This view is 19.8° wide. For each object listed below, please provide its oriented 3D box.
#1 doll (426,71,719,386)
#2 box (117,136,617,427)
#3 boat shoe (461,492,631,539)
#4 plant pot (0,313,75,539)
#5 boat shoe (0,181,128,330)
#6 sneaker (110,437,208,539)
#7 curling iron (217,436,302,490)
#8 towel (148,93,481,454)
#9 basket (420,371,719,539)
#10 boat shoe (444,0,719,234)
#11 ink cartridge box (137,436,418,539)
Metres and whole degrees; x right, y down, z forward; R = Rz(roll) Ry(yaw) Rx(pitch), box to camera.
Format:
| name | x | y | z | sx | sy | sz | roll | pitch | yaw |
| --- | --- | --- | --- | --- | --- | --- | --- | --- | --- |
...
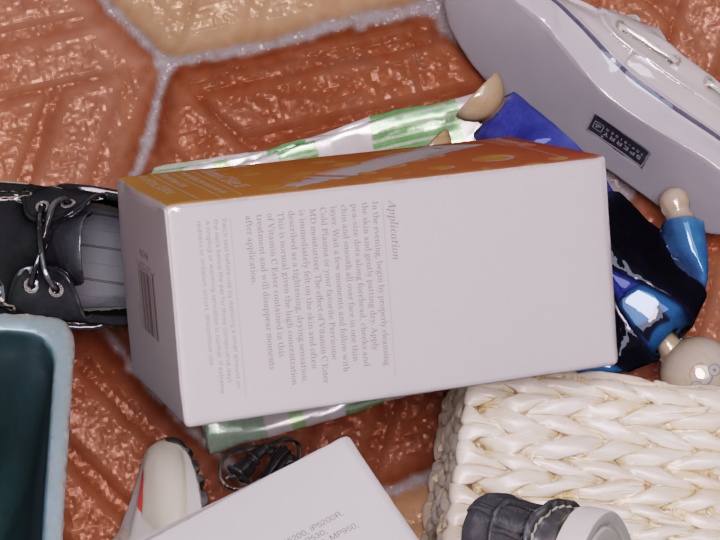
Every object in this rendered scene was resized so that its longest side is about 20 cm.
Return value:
| name | x | y | z | sx | sy | sz | roll | pitch | yaw |
| --- | --- | --- | --- | --- | --- | --- | --- | --- | --- |
| doll | 0.112 | -0.001 | 1.050 | 0.200 | 0.048 | 0.136 | 44 | 82 | 1 |
| box | 0.000 | 0.000 | 0.941 | 0.199 | 0.124 | 0.098 | -7 | 99 | -16 |
| boat shoe | 0.090 | 0.167 | 0.891 | 0.060 | 0.200 | 0.076 | 13 | 45 | 30 |
| plant pot | -0.235 | 0.150 | 0.921 | 0.195 | 0.200 | 0.197 | 4 | 56 | -9 |
| boat shoe | -0.134 | -0.007 | 0.995 | 0.199 | 0.066 | 0.075 | 13 | 73 | -21 |
| sneaker | -0.129 | 0.176 | 1.002 | 0.093 | 0.070 | 0.200 | 9 | 79 | -8 |
| curling iron | -0.067 | 0.178 | 1.026 | 0.050 | 0.026 | 0.201 | 22 | 78 | -37 |
| towel | -0.003 | -0.005 | 1.077 | 0.199 | 0.023 | 0.153 | -15 | 79 | -8 |
| basket | 0.127 | 0.122 | 1.001 | 0.199 | 0.136 | 0.124 | 6 | 75 | -3 |
| boat shoe | 0.136 | -0.103 | 1.088 | 0.200 | 0.072 | 0.066 | 36 | 57 | 10 |
| ink cartridge box | -0.012 | 0.204 | 0.870 | 0.144 | 0.145 | 0.200 | -27 | 54 | -13 |
